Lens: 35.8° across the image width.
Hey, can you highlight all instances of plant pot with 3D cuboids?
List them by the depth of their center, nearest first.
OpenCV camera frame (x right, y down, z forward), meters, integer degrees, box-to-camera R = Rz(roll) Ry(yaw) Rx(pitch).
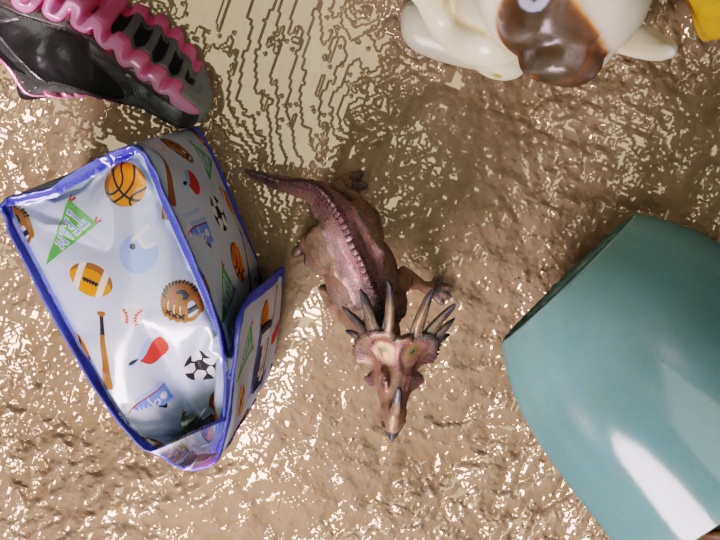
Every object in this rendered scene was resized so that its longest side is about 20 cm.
[{"bbox_3d":[0.190,0.062,0.734,0.201,0.201,0.161,-45,85,7],"label":"plant pot"}]

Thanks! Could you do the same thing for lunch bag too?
[{"bbox_3d":[-0.122,0.016,0.739,0.123,0.170,0.201,-21,97,9],"label":"lunch bag"}]

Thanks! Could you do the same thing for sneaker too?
[{"bbox_3d":[-0.197,-0.149,0.771,0.199,0.079,0.096,32,120,-4],"label":"sneaker"}]

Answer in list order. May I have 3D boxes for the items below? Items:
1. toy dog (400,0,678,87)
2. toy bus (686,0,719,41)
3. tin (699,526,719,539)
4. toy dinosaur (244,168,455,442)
[{"bbox_3d":[0.113,-0.168,0.688,0.193,0.200,0.140,36,99,-5],"label":"toy dog"},{"bbox_3d":[0.215,-0.250,0.725,0.078,0.065,0.201,-25,101,-35],"label":"toy bus"},{"bbox_3d":[0.325,0.152,0.783,0.199,0.112,0.042,-27,98,5],"label":"tin"},{"bbox_3d":[0.000,0.000,0.750,0.086,0.136,0.201,-33,97,6],"label":"toy dinosaur"}]
